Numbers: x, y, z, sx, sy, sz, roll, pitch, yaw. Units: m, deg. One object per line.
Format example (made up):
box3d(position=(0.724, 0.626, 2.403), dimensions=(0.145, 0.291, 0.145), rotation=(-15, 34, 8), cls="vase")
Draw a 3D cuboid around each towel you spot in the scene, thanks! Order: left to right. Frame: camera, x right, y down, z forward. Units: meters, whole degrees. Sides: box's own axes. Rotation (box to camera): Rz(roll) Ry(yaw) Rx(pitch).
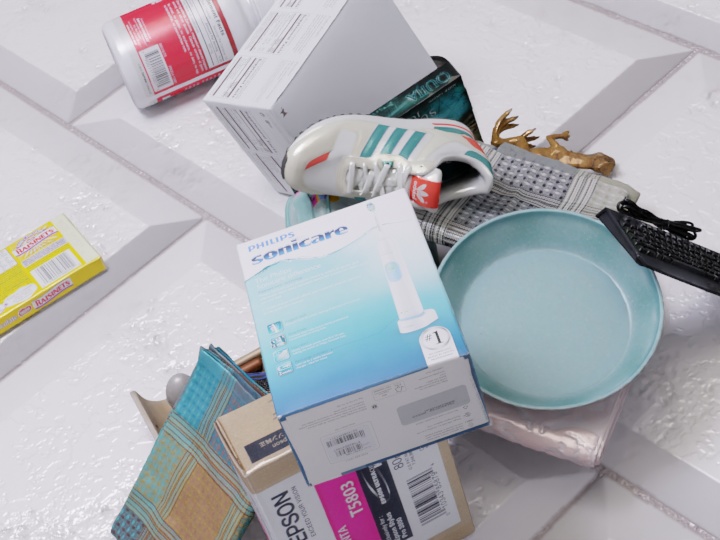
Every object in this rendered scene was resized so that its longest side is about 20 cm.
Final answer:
box3d(position=(-0.139, 0.182, 1.312), dimensions=(0.147, 0.022, 0.200), rotation=(36, 101, 43), cls="towel")
box3d(position=(0.153, -0.066, 1.446), dimensions=(0.192, 0.035, 0.200), rotation=(18, 34, 19), cls="towel")
box3d(position=(0.143, 0.072, 1.334), dimensions=(0.199, 0.032, 0.191), rotation=(17, 49, 18), cls="towel")

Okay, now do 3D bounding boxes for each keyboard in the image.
box3d(position=(0.287, -0.022, 1.357), dimensions=(0.021, 0.200, 0.127), rotation=(-55, 41, 20), cls="keyboard")

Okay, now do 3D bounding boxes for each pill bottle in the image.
box3d(position=(-0.199, -0.282, 1.810), dimensions=(0.199, 0.112, 0.112), rotation=(-24, 44, -7), cls="pill bottle")

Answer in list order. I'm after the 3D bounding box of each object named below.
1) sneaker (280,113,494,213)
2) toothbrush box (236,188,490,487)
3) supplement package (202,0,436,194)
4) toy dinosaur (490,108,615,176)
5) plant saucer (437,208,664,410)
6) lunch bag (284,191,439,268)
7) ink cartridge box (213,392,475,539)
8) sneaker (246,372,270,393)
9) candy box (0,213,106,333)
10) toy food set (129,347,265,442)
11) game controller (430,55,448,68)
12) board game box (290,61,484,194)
box3d(position=(0.030, -0.093, 1.379), dimensions=(0.199, 0.071, 0.093), rotation=(-4, 32, -22), cls="sneaker")
box3d(position=(-0.002, 0.046, 1.149), dimensions=(0.146, 0.085, 0.200), rotation=(-19, 43, 0), cls="toothbrush box")
box3d(position=(-0.039, -0.199, 1.610), dimensions=(0.111, 0.156, 0.200), rotation=(13, 62, 44), cls="supplement package")
box3d(position=(0.161, -0.109, 1.558), dimensions=(0.199, 0.061, 0.106), rotation=(-16, 45, 3), cls="toy dinosaur")
box3d(position=(0.160, 0.038, 1.302), dimensions=(0.199, 0.036, 0.201), rotation=(-2, 58, 3), cls="plant saucer")
box3d(position=(0.000, 0.000, 1.429), dimensions=(0.077, 0.160, 0.200), rotation=(-42, 36, 31), cls="lunch bag")
box3d(position=(-0.007, 0.170, 1.233), dimensions=(0.164, 0.200, 0.075), rotation=(-27, 43, -8), cls="ink cartridge box")
box3d(position=(-0.030, 0.125, 1.334), dimensions=(0.199, 0.078, 0.076), rotation=(9, 66, 5), cls="sneaker")
box3d(position=(-0.384, 0.019, 1.634), dimensions=(0.200, 0.026, 0.102), rotation=(-33, 43, -15), cls="candy box")
box3d(position=(-0.104, 0.115, 1.421), dimensions=(0.200, 0.061, 0.144), rotation=(-29, 44, -10), cls="toy food set")
box3d(position=(0.068, -0.171, 1.673), dimensions=(0.104, 0.042, 0.200), rotation=(-4, 44, -6), cls="game controller")
box3d(position=(0.028, -0.113, 1.530), dimensions=(0.200, 0.135, 0.028), rotation=(-34, 58, -3), cls="board game box")
